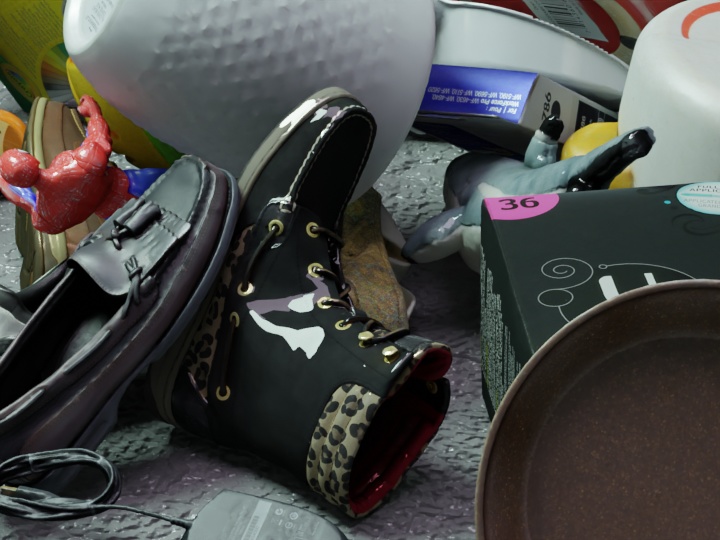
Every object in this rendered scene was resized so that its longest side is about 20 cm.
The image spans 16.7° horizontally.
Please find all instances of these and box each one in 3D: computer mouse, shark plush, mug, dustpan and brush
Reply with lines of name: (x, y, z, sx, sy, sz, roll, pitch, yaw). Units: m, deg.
computer mouse: (-0.093, 0.128, 1.190, 0.199, 0.034, 0.059, 14, 54, 21)
shark plush: (0.089, -0.050, 1.353, 0.090, 0.200, 0.084, 17, 70, -11)
mug: (-0.075, -0.146, 1.386, 0.174, 0.148, 0.201, 20, 29, -27)
dustpan and brush: (0.068, -0.144, 1.497, 0.199, 0.058, 0.139, 12, -6, -28)

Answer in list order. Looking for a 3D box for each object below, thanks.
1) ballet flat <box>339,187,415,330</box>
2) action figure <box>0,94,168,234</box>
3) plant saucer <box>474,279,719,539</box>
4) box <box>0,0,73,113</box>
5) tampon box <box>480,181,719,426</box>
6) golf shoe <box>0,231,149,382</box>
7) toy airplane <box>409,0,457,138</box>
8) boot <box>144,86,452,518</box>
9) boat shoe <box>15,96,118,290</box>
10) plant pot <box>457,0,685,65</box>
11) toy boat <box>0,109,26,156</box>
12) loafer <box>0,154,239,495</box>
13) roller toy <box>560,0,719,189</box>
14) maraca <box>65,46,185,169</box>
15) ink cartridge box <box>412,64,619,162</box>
ballet flat: (0.000, 0.000, 1.409, 0.070, 0.071, 0.200, -2, 28, -1)
action figure: (-0.143, -0.055, 1.377, 0.099, 0.065, 0.200, 46, 18, 30)
plant saucer: (0.147, 0.104, 1.091, 0.199, 0.202, 0.037, -4, 3, -5)
box: (-0.184, -0.181, 1.603, 0.199, 0.118, 0.048, -21, 28, 36)
tampon box: (0.146, 0.055, 1.223, 0.149, 0.127, 0.200, -4, 28, -5)
golf shoe: (-0.121, 0.020, 1.339, 0.199, 0.093, 0.072, -23, 34, -37)
toy airplane: (-0.039, -0.161, 1.614, 0.198, 0.142, 0.200, -32, 50, -14)
boot: (-0.013, 0.018, 1.269, 0.150, 0.201, 0.073, 29, -3, 36)
boat shoe: (-0.171, -0.037, 1.475, 0.067, 0.072, 0.201, 4, 32, -14)
plant pot: (0.145, -0.239, 1.539, 0.199, 0.201, 0.183, 18, 72, 31)
toy boat: (-0.269, -0.094, 1.553, 0.130, 0.131, 0.200, 26, 27, -10)
loafer: (-0.134, 0.021, 1.251, 0.072, 0.063, 0.201, 19, 74, 51)
roller toy: (0.235, -0.062, 1.422, 0.199, 0.141, 0.182, -19, 41, -40)
maraca: (-0.131, -0.135, 1.484, 0.106, 0.200, 0.138, -24, 46, 12)
ink cartridge box: (0.089, -0.092, 1.475, 0.099, 0.040, 0.200, 7, -4, 30)
